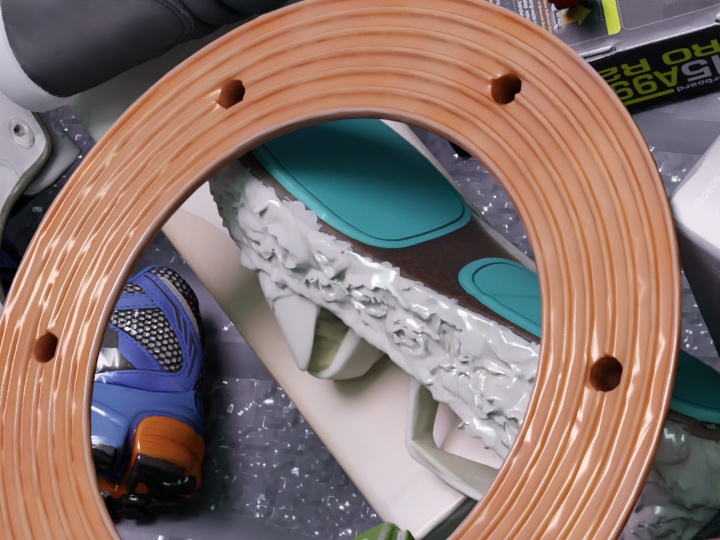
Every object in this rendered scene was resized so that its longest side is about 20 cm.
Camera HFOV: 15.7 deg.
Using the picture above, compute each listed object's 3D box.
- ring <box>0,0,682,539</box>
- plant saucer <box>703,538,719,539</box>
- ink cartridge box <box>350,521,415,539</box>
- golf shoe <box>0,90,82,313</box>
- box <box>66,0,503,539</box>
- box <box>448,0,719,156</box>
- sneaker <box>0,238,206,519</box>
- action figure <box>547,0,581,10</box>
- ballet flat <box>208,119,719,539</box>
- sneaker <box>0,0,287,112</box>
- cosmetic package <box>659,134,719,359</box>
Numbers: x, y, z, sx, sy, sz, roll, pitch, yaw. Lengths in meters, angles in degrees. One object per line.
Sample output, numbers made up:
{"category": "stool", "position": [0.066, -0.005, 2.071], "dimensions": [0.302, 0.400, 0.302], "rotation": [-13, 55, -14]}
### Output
{"category": "ring", "position": [-0.010, 0.024, 0.643], "dimensions": [0.200, 0.019, 0.201], "rotation": [-12, 64, 27]}
{"category": "plant saucer", "position": [0.167, 0.115, 0.643], "dimensions": [0.199, 0.200, 0.037], "rotation": [-8, 50, 16]}
{"category": "ink cartridge box", "position": [-0.005, 0.190, 0.684], "dimensions": [0.148, 0.076, 0.200], "rotation": [-30, 91, 5]}
{"category": "golf shoe", "position": [-0.135, -0.054, 0.805], "dimensions": [0.097, 0.078, 0.201], "rotation": [1, 82, -11]}
{"category": "box", "position": [0.000, 0.000, 0.795], "dimensions": [0.078, 0.095, 0.200], "rotation": [-39, 61, 1]}
{"category": "box", "position": [0.085, -0.151, 0.854], "dimensions": [0.160, 0.044, 0.200], "rotation": [-15, 66, 12]}
{"category": "sneaker", "position": [-0.138, 0.026, 0.850], "dimensions": [0.199, 0.075, 0.079], "rotation": [9, 63, 13]}
{"category": "action figure", "position": [0.006, -0.162, 0.832], "dimensions": [0.065, 0.099, 0.200], "rotation": [-26, 86, 5]}
{"category": "ballet flat", "position": [0.016, 0.016, 0.699], "dimensions": [0.200, 0.072, 0.072], "rotation": [38, 84, 29]}
{"category": "sneaker", "position": [-0.049, -0.141, 0.790], "dimensions": [0.099, 0.071, 0.200], "rotation": [-11, 53, 28]}
{"category": "cosmetic package", "position": [0.154, 0.020, 0.677], "dimensions": [0.107, 0.200, 0.090], "rotation": [36, 85, 24]}
